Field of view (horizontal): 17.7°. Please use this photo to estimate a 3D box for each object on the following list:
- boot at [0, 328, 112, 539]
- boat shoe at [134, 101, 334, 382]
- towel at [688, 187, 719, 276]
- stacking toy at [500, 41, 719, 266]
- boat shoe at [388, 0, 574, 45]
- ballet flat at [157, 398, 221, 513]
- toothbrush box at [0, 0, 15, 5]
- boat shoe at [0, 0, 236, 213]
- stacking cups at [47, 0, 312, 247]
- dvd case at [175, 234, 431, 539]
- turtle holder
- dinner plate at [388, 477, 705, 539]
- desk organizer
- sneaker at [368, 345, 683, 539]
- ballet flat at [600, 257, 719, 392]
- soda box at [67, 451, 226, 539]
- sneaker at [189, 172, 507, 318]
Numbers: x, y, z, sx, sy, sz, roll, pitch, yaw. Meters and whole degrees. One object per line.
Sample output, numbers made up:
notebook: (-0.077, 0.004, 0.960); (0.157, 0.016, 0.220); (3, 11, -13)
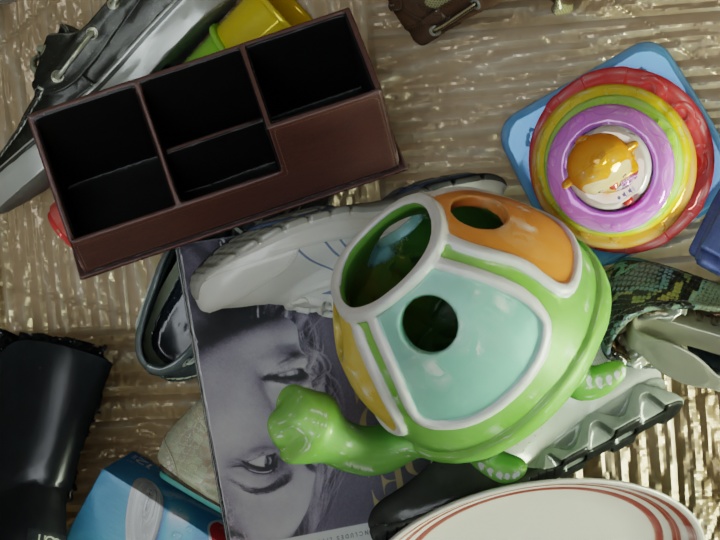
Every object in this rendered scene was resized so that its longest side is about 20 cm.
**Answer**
boot: (-0.233, 0.126, 1.432); (0.200, 0.076, 0.168); (-11, 63, 48)
boat shoe: (-0.075, -0.019, 1.391); (0.073, 0.062, 0.200); (33, 101, 10)
towel: (0.303, -0.020, 1.306); (0.200, 0.024, 0.145); (27, 72, 8)
stacking toy: (0.139, -0.059, 1.270); (0.116, 0.200, 0.110); (-29, 89, 9)
boat shoe: (0.110, -0.186, 1.337); (0.202, 0.075, 0.075); (-18, 106, 19)
ballet flat: (-0.032, 0.146, 1.399); (0.200, 0.067, 0.062); (32, 93, 7)
toothbrush box: (-0.312, -0.182, 1.356); (0.145, 0.200, 0.086); (-13, 94, 13)
boat shoe: (-0.164, -0.119, 1.401); (0.200, 0.071, 0.064); (-44, 86, 5)
stacking cups: (-0.107, -0.085, 1.397); (0.061, 0.061, 0.200); (45, 106, 5)
dvd case: (-0.021, 0.072, 1.365); (0.149, 0.016, 0.200); (-9, 87, -17)
turtle holder: (0.040, 0.031, 1.269); (0.185, 0.141, 0.132); (-23, 135, 36)
dinner plate: (0.099, 0.167, 1.331); (0.200, 0.200, 0.024); (-17, 53, 13)
desk organizer: (-0.083, -0.074, 1.323); (0.200, 0.077, 0.072); (-19, 57, -1)
sneaker: (0.082, 0.091, 1.354); (0.200, 0.074, 0.089); (-27, 74, -13)
ballet flat: (0.228, 0.049, 1.320); (0.200, 0.074, 0.074); (12, 98, 6)
soda box: (-0.081, 0.194, 1.414); (0.200, 0.064, 0.068); (31, 101, 7)
sneaker: (0.000, 0.000, 1.337); (0.200, 0.075, 0.087); (-13, 94, -16)
